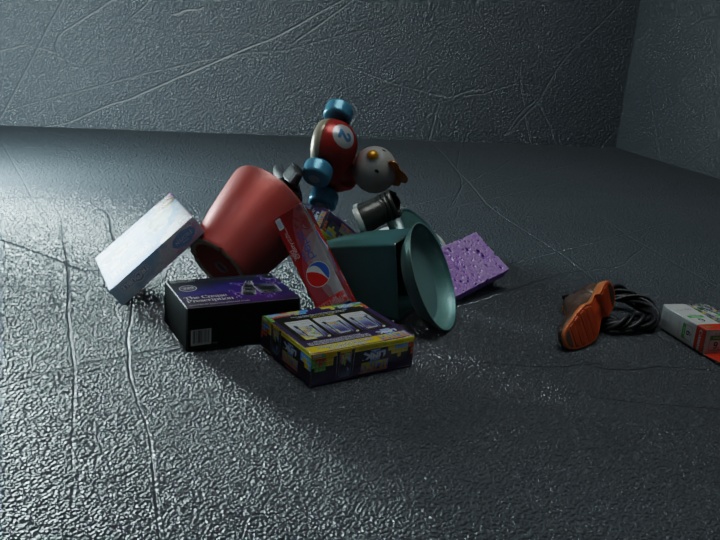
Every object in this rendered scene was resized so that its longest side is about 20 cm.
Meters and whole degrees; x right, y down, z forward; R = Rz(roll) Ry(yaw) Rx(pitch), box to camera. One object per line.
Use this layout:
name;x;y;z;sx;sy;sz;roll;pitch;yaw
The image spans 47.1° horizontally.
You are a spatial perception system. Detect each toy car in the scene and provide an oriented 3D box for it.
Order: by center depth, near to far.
toy car;0.004;-0.223;1.690;0.196;0.178;0.187;11;62;12

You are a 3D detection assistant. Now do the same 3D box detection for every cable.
cable;0.507;0.073;1.625;0.196;0.052;0.163;0;18;-18

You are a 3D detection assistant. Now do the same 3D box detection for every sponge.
sponge;0.212;-0.008;1.708;0.198;0.030;0.112;-22;65;-44

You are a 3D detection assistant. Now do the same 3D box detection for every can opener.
can opener;-0.144;-0.177;1.669;0.063;0.079;0.200;43;4;-18

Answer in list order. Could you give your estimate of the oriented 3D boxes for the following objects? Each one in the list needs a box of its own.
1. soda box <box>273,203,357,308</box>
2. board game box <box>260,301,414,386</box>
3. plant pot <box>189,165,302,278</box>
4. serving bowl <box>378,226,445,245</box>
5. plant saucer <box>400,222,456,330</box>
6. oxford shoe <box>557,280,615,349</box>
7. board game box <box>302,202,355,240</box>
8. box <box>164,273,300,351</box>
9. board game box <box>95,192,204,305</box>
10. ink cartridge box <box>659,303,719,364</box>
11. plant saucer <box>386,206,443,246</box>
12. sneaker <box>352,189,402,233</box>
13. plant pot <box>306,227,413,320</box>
soda box;-0.081;-0.015;1.480;0.063;0.203;0.070;-29;-14;8
board game box;-0.038;0.114;1.331;0.197;0.058;0.165;-6;23;-34
plant pot;-0.220;-0.067;1.588;0.198;0.202;0.178;16;55;33
serving bowl;0.111;-0.065;1.924;0.195;0.067;0.200;5;17;-1
plant saucer;0.119;0.015;1.504;0.035;0.204;0.200;-17;8;24
oxford shoe;0.402;0.086;1.523;0.072;0.073;0.199;-6;20;42
board game box;-0.089;-0.081;1.745;0.163;0.058;0.200;16;-13;33
box;-0.218;0.067;1.397;0.196;0.081;0.141;-5;17;-28
board game box;-0.402;-0.047;1.562;0.200;0.044;0.199;-43;31;-7
ink cartridge box;0.658;0.117;1.524;0.107;0.051;0.200;0;17;-16
plant saucer;0.130;-0.062;1.768;0.200;0.027;0.202;42;24;-23
sneaker;0.038;-0.119;1.698;0.098;0.072;0.200;-23;4;2
plant pot;0.000;0.000;1.569;0.196;0.145;0.141;3;15;21
